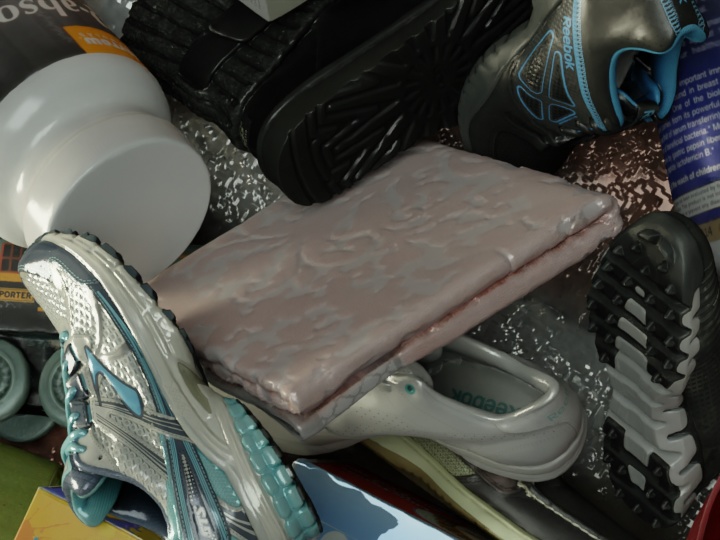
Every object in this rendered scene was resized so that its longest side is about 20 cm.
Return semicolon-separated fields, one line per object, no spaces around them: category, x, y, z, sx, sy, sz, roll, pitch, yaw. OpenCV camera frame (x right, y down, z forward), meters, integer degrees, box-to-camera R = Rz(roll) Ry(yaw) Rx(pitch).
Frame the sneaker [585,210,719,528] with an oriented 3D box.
sneaker;0.160;0.034;1.074;0.090;0.201;0.066;-33;51;-22

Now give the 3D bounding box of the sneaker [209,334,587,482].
sneaker;0.009;0.048;1.082;0.199;0.089;0.076;7;70;13

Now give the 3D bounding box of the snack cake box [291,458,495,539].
snack cake box;0.053;0.166;1.111;0.199;0.115;0.067;26;92;13

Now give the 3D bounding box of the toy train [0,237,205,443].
toy train;-0.135;0.033;1.183;0.199;0.085;0.115;2;77;12

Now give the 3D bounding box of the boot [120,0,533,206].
boot;-0.006;-0.134;1.166;0.211;0.080;0.158;-29;46;-20

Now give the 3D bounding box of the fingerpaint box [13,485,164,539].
fingerpaint box;-0.131;0.192;1.106;0.073;0.200;0.167;25;91;12

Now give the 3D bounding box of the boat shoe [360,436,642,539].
boat shoe;0.066;0.091;1.136;0.200;0.072;0.066;32;98;17

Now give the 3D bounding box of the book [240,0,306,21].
book;-0.101;-0.228;1.126;0.048;0.134;0.200;-32;51;-18

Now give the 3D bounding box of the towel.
towel;0.000;0.000;1.076;0.191;0.200;0.032;-32;116;-19

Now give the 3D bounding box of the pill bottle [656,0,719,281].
pill bottle;0.197;-0.103;1.098;0.115;0.116;0.201;-13;83;11

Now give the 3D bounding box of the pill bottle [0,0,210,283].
pill bottle;-0.167;-0.083;1.145;0.116;0.116;0.200;-48;54;5

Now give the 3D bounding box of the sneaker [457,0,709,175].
sneaker;0.105;-0.089;1.083;0.073;0.200;0.082;-23;68;-24

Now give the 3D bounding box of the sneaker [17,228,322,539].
sneaker;-0.107;0.063;1.003;0.086;0.078;0.200;-36;62;-13

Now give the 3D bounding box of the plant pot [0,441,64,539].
plant pot;-0.255;0.141;1.158;0.189;0.200;0.201;10;88;1

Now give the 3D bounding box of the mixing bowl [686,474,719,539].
mixing bowl;0.223;0.167;1.058;0.199;0.108;0.201;6;71;-18
